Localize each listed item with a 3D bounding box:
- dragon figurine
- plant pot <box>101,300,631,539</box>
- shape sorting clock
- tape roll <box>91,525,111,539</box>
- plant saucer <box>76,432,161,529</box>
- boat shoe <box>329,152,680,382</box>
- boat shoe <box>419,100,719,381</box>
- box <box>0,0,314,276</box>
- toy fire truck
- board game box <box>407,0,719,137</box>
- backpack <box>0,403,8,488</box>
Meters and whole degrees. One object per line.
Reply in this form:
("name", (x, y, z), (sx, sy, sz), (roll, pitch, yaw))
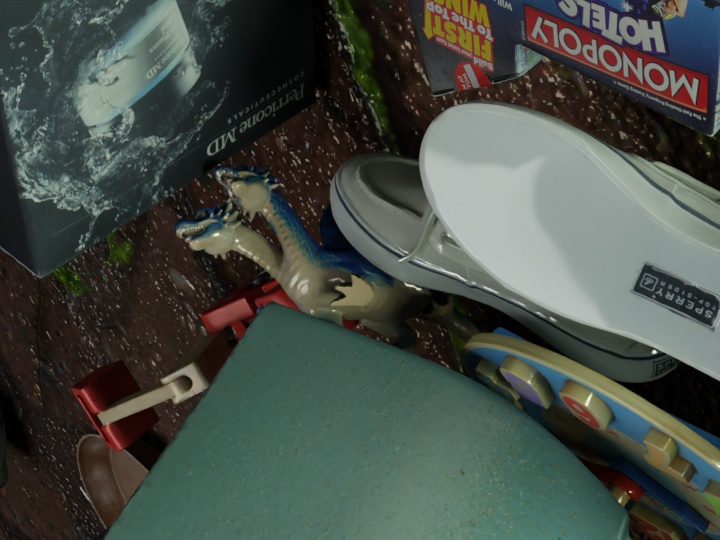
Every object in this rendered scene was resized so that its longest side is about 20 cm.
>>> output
("dragon figurine", (0.000, 0.000, 0.802), (0.059, 0.199, 0.100), (-56, 40, 27))
("plant pot", (0.015, 0.162, 0.692), (0.199, 0.197, 0.197), (11, 128, 17))
("shape sorting clock", (0.130, 0.095, 0.713), (0.199, 0.039, 0.200), (33, 171, 6))
("tape roll", (-0.122, 0.201, 1.068), (0.085, 0.200, 0.200), (55, 150, -2))
("plant saucer", (-0.178, 0.222, 1.331), (0.200, 0.034, 0.201), (35, 143, 31))
("boat shoe", (0.066, -0.026, 0.708), (0.201, 0.074, 0.086), (31, 142, 31))
("boat shoe", (0.117, -0.009, 0.623), (0.199, 0.065, 0.074), (34, 114, 8))
("box", (-0.129, -0.141, 0.736), (0.117, 0.196, 0.201), (34, 144, 29))
("toy fire truck", (-0.087, 0.049, 0.929), (0.049, 0.141, 0.200), (59, 150, -7))
("board game box", (0.077, -0.143, 0.583), (0.200, 0.062, 0.201), (34, 147, 36))
("backpack", (-0.467, 0.159, 1.535), (0.199, 0.183, 0.148), (20, 115, 31))
